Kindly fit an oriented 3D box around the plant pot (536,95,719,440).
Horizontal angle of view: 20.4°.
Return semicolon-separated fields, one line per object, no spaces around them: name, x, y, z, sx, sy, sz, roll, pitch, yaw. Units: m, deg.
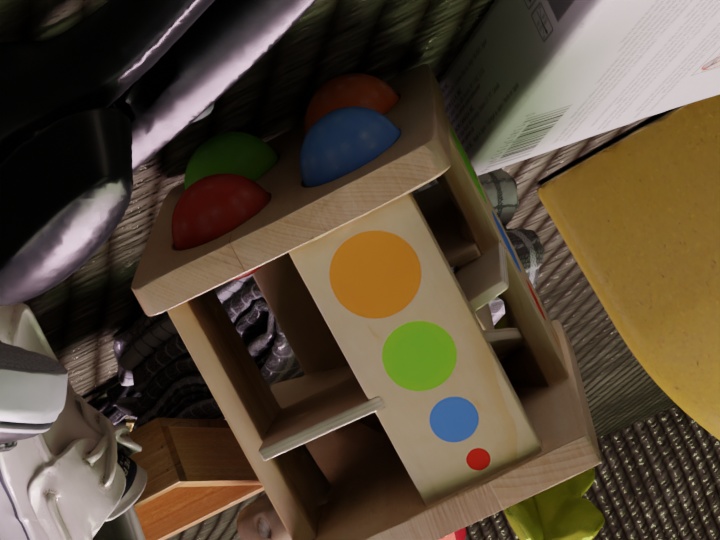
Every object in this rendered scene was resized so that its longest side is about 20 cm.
plant pot;0.257;-0.003;1.138;0.195;0.201;0.194;-31;166;30

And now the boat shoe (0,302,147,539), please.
boat shoe;-0.126;0.091;0.873;0.065;0.201;0.072;-4;-154;13

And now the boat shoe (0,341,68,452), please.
boat shoe;-0.193;0.053;0.636;0.199;0.071;0.072;2;-175;-21

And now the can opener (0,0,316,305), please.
can opener;-0.051;-0.068;0.590;0.200;0.079;0.063;-41;153;30

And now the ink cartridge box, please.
ink cartridge box;0.135;-0.112;0.796;0.173;0.044;0.200;-20;168;-20

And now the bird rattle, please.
bird rattle;0.011;0.094;0.958;0.163;0.113;0.200;-13;175;-39

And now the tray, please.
tray;-0.146;0.128;0.992;0.199;0.037;0.099;-28;164;22

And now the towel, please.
towel;-0.022;0.026;1.013;0.165;0.086;0.200;-15;166;-32

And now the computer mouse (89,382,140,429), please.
computer mouse;-0.089;0.081;1.226;0.140;0.046;0.200;-32;166;33

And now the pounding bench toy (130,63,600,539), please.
pounding bench toy;0.000;0.000;0.814;0.124;0.156;0.200;-26;-164;9
